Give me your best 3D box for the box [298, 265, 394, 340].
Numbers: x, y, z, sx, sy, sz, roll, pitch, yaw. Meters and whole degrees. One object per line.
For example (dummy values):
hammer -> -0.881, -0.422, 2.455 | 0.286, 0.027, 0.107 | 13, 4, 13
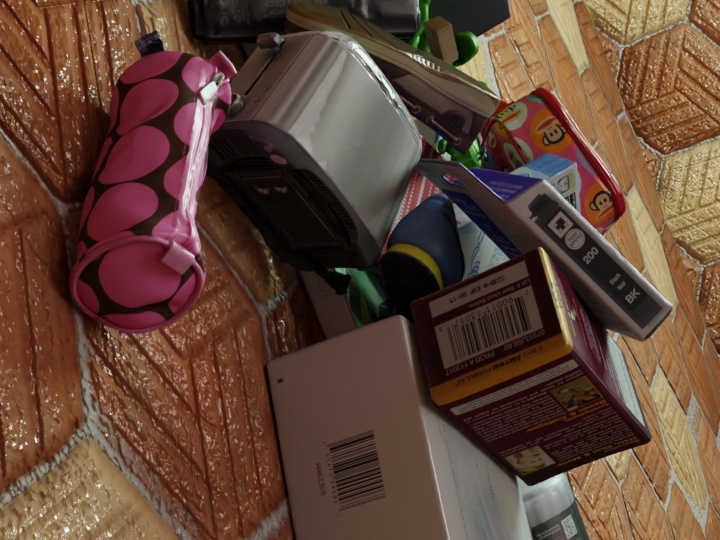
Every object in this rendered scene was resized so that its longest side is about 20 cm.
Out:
box -> 0.000, 0.000, 1.326 | 0.146, 0.036, 0.200 | 68, 22, -7

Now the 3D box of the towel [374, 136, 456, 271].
towel -> 0.077, -0.025, 1.388 | 0.200, 0.022, 0.146 | 39, 55, -41

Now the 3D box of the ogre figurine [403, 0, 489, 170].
ogre figurine -> 0.060, -0.191, 1.369 | 0.200, 0.098, 0.120 | 45, 7, -4

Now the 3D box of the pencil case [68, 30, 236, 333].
pencil case -> -0.128, -0.057, 0.958 | 0.091, 0.093, 0.202 | 53, 27, -39

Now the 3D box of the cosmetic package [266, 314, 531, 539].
cosmetic package -> 0.040, 0.166, 1.152 | 0.200, 0.122, 0.202 | 34, 41, -61

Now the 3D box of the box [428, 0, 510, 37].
box -> 0.045, -0.347, 1.488 | 0.199, 0.122, 0.201 | 58, -6, 32

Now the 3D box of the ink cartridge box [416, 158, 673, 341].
ink cartridge box -> 0.135, -0.034, 1.190 | 0.200, 0.043, 0.198 | 42, -3, -12

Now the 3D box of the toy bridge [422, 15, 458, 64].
toy bridge -> -0.002, -0.142, 1.271 | 0.027, 0.199, 0.068 | 38, -26, 50

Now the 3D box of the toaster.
toaster -> -0.031, -0.090, 1.161 | 0.200, 0.113, 0.130 | 49, 56, -36

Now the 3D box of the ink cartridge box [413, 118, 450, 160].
ink cartridge box -> 0.088, -0.039, 1.523 | 0.201, 0.084, 0.145 | 61, 21, -27

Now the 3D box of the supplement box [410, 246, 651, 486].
supplement box -> 0.132, 0.079, 1.135 | 0.200, 0.109, 0.087 | 44, 29, -52

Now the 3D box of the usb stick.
usb stick -> -0.043, -0.214, 1.228 | 0.033, 0.197, 0.056 | 161, -77, -69

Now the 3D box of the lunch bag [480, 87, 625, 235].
lunch bag -> 0.177, -0.095, 1.500 | 0.177, 0.082, 0.200 | 54, -9, 7

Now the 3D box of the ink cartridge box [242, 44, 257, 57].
ink cartridge box -> -0.053, -0.252, 1.353 | 0.148, 0.082, 0.200 | 65, 20, -14

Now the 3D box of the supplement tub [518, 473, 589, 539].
supplement tub -> 0.160, 0.290, 1.349 | 0.202, 0.121, 0.122 | 70, 20, 1

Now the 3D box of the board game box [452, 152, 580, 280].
board game box -> 0.123, 0.024, 1.362 | 0.198, 0.043, 0.202 | -29, 124, -32

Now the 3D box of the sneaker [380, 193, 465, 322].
sneaker -> 0.059, 0.017, 1.222 | 0.079, 0.065, 0.201 | -60, 161, -30

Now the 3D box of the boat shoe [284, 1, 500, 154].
boat shoe -> 0.018, -0.152, 1.215 | 0.198, 0.073, 0.072 | 22, 17, -28
